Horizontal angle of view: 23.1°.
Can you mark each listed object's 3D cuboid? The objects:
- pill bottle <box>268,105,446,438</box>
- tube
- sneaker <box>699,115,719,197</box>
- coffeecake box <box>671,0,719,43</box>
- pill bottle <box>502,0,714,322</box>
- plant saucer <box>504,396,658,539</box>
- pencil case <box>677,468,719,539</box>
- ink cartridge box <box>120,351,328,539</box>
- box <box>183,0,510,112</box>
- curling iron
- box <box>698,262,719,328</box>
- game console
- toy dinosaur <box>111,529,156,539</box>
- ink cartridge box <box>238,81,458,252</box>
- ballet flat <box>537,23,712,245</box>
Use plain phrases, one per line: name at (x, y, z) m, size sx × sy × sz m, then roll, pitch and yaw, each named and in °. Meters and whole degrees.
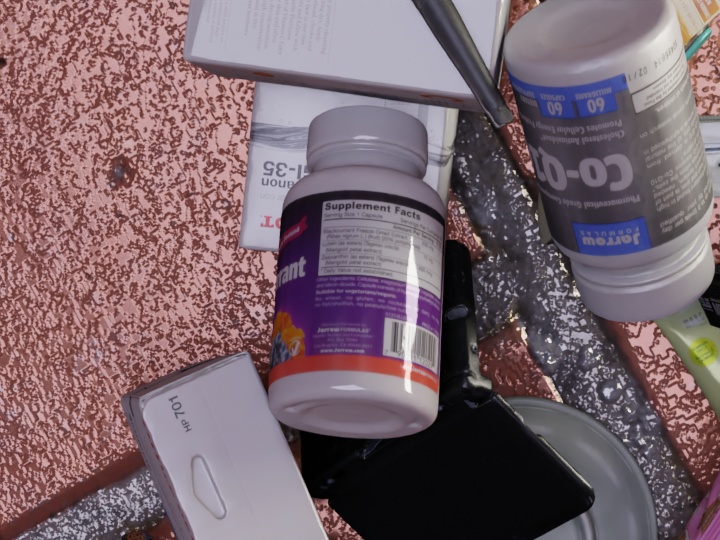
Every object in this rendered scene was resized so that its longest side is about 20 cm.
pill bottle at (0.000, 0.000, 1.153) m, size 0.110 × 0.112 × 0.202 m, roll 1°, pitch 70°, yaw 7°
tube at (0.285, 0.100, 1.261) m, size 0.052 × 0.058 × 0.201 m, roll -32°, pitch 84°, yaw 47°
sneaker at (0.301, -0.074, 1.243) m, size 0.198 × 0.073 × 0.072 m, roll 1°, pitch 103°, yaw 16°
coffeecake box at (0.225, -0.269, 1.207) m, size 0.200 × 0.073 × 0.154 m, roll -42°, pitch 64°, yaw 8°
pill bottle at (0.168, -0.074, 1.153) m, size 0.113 × 0.114 × 0.201 m, roll -14°, pitch 121°, yaw 8°
plant saucer at (0.118, 0.195, 1.287) m, size 0.198 × 0.050 × 0.202 m, roll 0°, pitch 94°, yaw 7°
pencil case at (0.251, 0.200, 1.224) m, size 0.082 × 0.087 × 0.201 m, roll 26°, pitch 115°, yaw -5°
ink cartridge box at (-0.100, 0.140, 1.230) m, size 0.085 × 0.200 × 0.148 m, roll -23°, pitch 91°, yaw -14°
box at (-0.004, -0.167, 1.159) m, size 0.198 × 0.124 × 0.099 m, roll 9°, pitch 92°, yaw 5°
curling iron at (0.046, -0.180, 1.078) m, size 0.049 × 0.026 × 0.202 m, roll -24°, pitch 88°, yaw 9°
box at (0.333, -0.013, 1.161) m, size 0.198 × 0.193 × 0.048 m, roll -24°, pitch 91°, yaw 0°
game console at (0.055, 0.106, 1.238) m, size 0.200 × 0.116 × 0.177 m, roll -38°, pitch 45°, yaw 44°
toy dinosaur at (-0.171, 0.296, 1.312) m, size 0.134 × 0.102 × 0.202 m, roll -12°, pitch 89°, yaw -5°
ink cartridge box at (-0.003, -0.107, 1.267) m, size 0.145 × 0.083 × 0.202 m, roll 6°, pitch 94°, yaw 6°
ballet flat at (0.170, -0.113, 1.255) m, size 0.069 × 0.069 × 0.201 m, roll 36°, pitch 89°, yaw 4°
